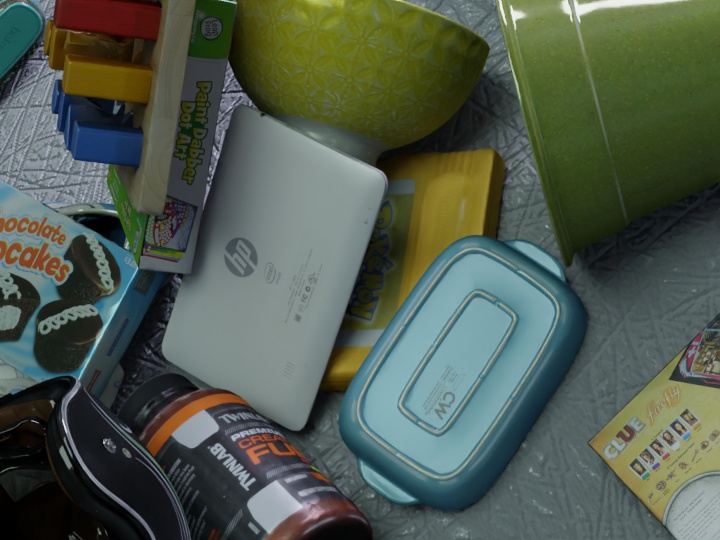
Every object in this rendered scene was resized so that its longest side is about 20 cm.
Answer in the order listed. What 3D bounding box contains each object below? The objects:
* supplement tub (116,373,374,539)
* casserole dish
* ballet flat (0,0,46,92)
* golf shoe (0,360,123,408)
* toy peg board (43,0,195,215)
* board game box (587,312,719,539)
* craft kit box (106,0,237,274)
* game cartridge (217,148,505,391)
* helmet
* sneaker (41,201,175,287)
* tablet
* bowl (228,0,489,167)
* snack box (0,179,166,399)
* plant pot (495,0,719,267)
[{"bbox_3d":[-0.088,0.152,1.304,0.107,0.107,0.200,-50,53,-2],"label":"supplement tub"},{"bbox_3d":[0.067,0.064,1.278,0.121,0.039,0.201,33,84,14],"label":"casserole dish"},{"bbox_3d":[-0.346,-0.160,1.642,0.200,0.074,0.074,-43,53,1],"label":"ballet flat"},{"bbox_3d":[-0.264,0.073,1.478,0.199,0.079,0.097,26,63,30],"label":"golf shoe"},{"bbox_3d":[-0.181,-0.165,1.306,0.200,0.097,0.201,-129,47,-68],"label":"toy peg board"},{"bbox_3d":[0.256,0.087,1.188,0.200,0.035,0.136,-44,53,3],"label":"board game box"},{"bbox_3d":[-0.142,-0.124,1.400,0.200,0.048,0.200,-123,45,-65],"label":"craft kit box"},{"bbox_3d":[0.000,0.000,1.378,0.198,0.032,0.178,-4,65,29],"label":"game cartridge"},{"bbox_3d":[-0.197,0.184,1.211,0.198,0.192,0.200,-26,11,5],"label":"helmet"},{"bbox_3d":[-0.230,-0.026,1.496,0.198,0.072,0.073,6,70,33],"label":"sneaker"},{"bbox_3d":[-0.064,-0.001,1.339,0.129,0.014,0.202,27,110,21],"label":"tablet"},{"bbox_3d":[-0.016,-0.132,1.363,0.199,0.200,0.109,14,87,33],"label":"bowl"},{"bbox_3d":[-0.248,0.009,1.427,0.199,0.037,0.117,26,86,32],"label":"snack box"},{"bbox_3d":[0.200,-0.123,1.250,0.188,0.200,0.202,-14,59,7],"label":"plant pot"}]
